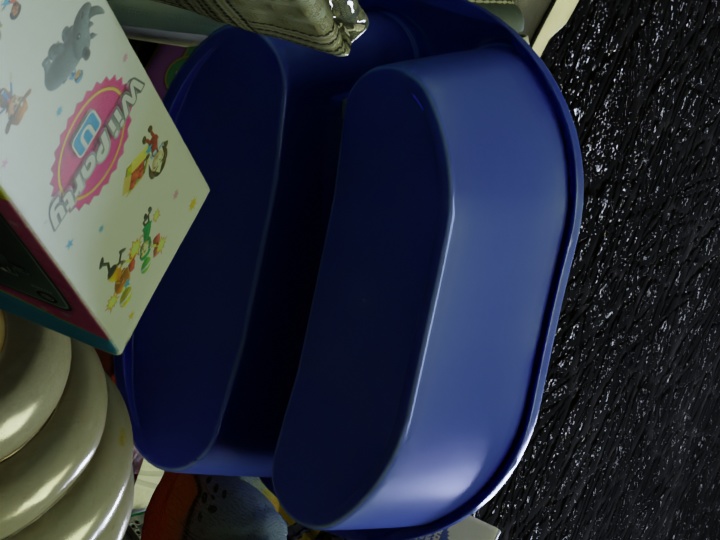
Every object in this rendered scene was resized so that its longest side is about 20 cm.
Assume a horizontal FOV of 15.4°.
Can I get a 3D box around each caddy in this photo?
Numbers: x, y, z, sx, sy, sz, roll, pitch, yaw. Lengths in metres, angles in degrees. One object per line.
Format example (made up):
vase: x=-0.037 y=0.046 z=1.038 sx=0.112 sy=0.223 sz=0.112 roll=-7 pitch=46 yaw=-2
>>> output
caddy: x=0.000 y=0.000 z=0.937 sx=0.105 sy=0.141 sz=0.200 roll=-4 pitch=109 yaw=-57

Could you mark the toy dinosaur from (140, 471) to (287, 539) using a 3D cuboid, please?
toy dinosaur: x=-0.050 y=0.068 z=1.026 sx=0.200 sy=0.182 sz=0.105 roll=-14 pitch=160 yaw=-18

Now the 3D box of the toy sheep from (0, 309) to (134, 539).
toy sheep: x=-0.140 y=0.072 z=0.911 sx=0.138 sy=0.138 sz=0.200 roll=-53 pitch=153 yaw=-36

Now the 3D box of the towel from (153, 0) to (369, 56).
towel: x=-0.105 y=-0.117 z=0.708 sx=0.035 sy=0.192 sz=0.200 roll=-66 pitch=162 yaw=-10

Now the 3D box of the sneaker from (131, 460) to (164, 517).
sneaker: x=-0.091 y=0.075 z=1.142 sx=0.081 sy=0.075 sz=0.200 roll=-59 pitch=151 yaw=-5

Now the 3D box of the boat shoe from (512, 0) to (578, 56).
boat shoe: x=0.034 y=-0.087 z=1.109 sx=0.063 sy=0.073 sz=0.200 roll=34 pitch=77 yaw=-32

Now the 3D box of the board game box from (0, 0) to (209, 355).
board game box: x=-0.140 y=-0.062 z=0.741 sx=0.064 sy=0.147 sz=0.200 roll=-64 pitch=159 yaw=-16

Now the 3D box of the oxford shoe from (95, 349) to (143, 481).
oxford shoe: x=-0.123 y=0.053 z=1.022 sx=0.071 sy=0.072 sz=0.200 roll=-47 pitch=152 yaw=-64

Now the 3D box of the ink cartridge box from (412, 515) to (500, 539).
ink cartridge box: x=-0.006 y=0.198 z=1.115 sx=0.094 sy=0.044 sz=0.200 roll=114 pitch=1 yaw=-68

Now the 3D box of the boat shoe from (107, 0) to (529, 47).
boat shoe: x=-0.021 y=-0.113 z=1.010 sx=0.200 sy=0.073 sz=0.062 roll=3 pitch=91 yaw=-28

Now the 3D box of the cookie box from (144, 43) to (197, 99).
cookie box: x=-0.015 y=-0.075 z=1.163 sx=0.171 sy=0.075 sz=0.200 roll=-61 pitch=160 yaw=-20

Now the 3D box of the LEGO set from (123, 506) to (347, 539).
LEGO set: x=-0.065 y=0.186 z=1.144 sx=0.200 sy=0.116 sz=0.154 roll=-52 pitch=154 yaw=24
